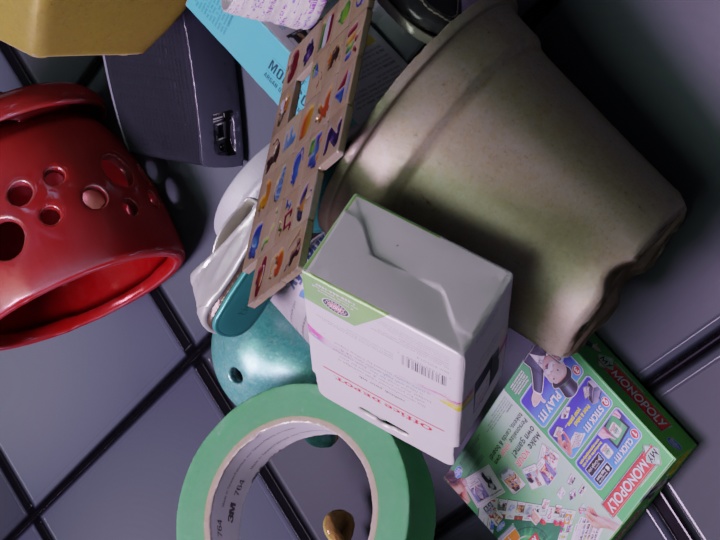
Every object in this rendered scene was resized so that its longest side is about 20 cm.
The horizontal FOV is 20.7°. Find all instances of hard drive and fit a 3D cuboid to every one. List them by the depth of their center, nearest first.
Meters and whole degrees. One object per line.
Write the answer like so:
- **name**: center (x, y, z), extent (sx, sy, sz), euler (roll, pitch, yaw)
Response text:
- **hard drive**: center (-0.160, -0.183, 1.608), extent (0.135, 0.042, 0.201), euler (13, 118, 43)

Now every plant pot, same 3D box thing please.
- **plant pot**: center (0.104, -0.047, 1.294), extent (0.183, 0.200, 0.201), euler (40, 135, 11)
- **plant pot**: center (-0.219, -0.269, 1.478), extent (0.195, 0.194, 0.201), euler (26, 113, 37)
- **plant pot**: center (-0.271, -0.052, 1.683), extent (0.200, 0.200, 0.183), euler (-34, 75, 50)

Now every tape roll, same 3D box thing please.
- **tape roll**: center (-0.042, 0.187, 1.474), extent (0.200, 0.048, 0.201), euler (-8, 72, 26)

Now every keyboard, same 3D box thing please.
- **keyboard**: center (0.001, -0.157, 1.474), extent (0.056, 0.011, 0.200), euler (52, 139, 7)

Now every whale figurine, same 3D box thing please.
- **whale figurine**: center (-0.037, 0.080, 1.558), extent (0.200, 0.104, 0.160), euler (29, 128, 35)

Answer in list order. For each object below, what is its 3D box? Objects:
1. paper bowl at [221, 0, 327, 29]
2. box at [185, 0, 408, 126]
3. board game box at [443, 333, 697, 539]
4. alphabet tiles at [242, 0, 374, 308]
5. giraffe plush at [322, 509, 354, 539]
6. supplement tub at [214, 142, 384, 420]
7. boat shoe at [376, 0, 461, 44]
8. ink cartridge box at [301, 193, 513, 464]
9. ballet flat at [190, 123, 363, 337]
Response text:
- **paper bowl**: center (-0.063, -0.271, 1.332), extent (0.201, 0.104, 0.202), euler (-169, 90, -80)
- **box**: center (-0.030, -0.153, 1.436), extent (0.200, 0.082, 0.049), euler (48, 139, 12)
- **board game box**: center (0.149, 0.141, 1.445), extent (0.135, 0.029, 0.200), euler (48, 137, 18)
- **alphabet tiles**: center (-0.036, -0.080, 1.277), extent (0.167, 0.008, 0.201), euler (145, 139, -64)
- **giraffe plush**: center (0.008, 0.286, 1.584), extent (0.199, 0.162, 0.173), euler (14, 120, 8)
- **supplement tub**: center (0.000, 0.000, 1.458), extent (0.200, 0.132, 0.132), euler (46, 137, 20)
- **boat shoe**: center (0.036, -0.233, 1.304), extent (0.063, 0.072, 0.201), euler (-43, 43, 33)
- **ink cartridge box**: center (0.031, 0.043, 1.275), extent (0.117, 0.067, 0.200), euler (28, 158, 13)
- **ballet flat**: center (-0.056, -0.042, 1.384), extent (0.069, 0.069, 0.200), euler (47, 110, 20)
